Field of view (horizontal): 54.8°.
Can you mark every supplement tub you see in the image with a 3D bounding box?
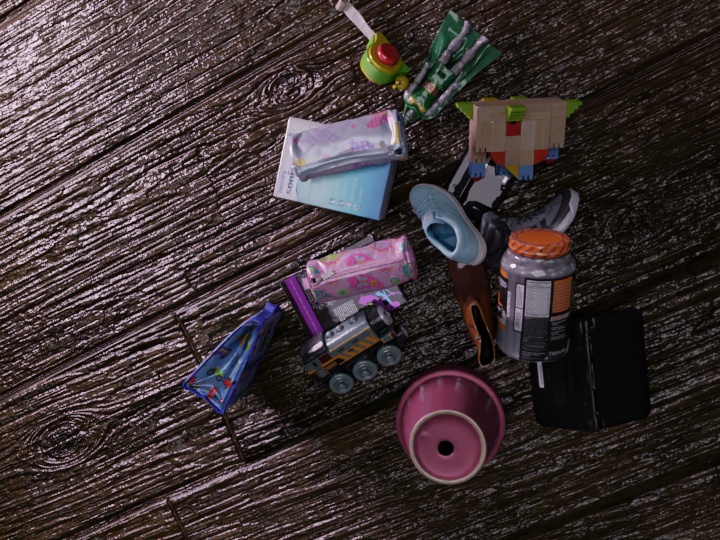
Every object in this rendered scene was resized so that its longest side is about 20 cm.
[{"bbox_3d":[0.289,0.039,1.146,0.122,0.123,0.201,3,111,9],"label":"supplement tub"}]

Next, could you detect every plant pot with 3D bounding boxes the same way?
[{"bbox_3d":[0.156,0.280,1.215,0.199,0.179,0.201,1,95,8],"label":"plant pot"}]

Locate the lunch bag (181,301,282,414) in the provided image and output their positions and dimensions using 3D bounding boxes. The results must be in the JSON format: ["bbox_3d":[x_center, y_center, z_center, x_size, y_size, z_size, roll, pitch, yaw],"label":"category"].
[{"bbox_3d":[-0.216,0.140,1.277,0.094,0.151,0.200,34,100,4],"label":"lunch bag"}]

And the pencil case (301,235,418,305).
[{"bbox_3d":[0.000,0.000,1.228,0.199,0.087,0.088,-14,93,9],"label":"pencil case"}]

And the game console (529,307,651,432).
[{"bbox_3d":[0.407,0.175,1.245,0.176,0.116,0.201,-4,94,40],"label":"game console"}]

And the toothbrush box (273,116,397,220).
[{"bbox_3d":[-0.040,-0.182,1.251,0.199,0.085,0.147,12,97,7],"label":"toothbrush box"}]

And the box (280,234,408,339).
[{"bbox_3d":[-0.030,0.040,1.296,0.200,0.036,0.143,-27,91,12],"label":"box"}]

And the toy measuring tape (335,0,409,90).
[{"bbox_3d":[0.011,-0.395,1.228,0.074,0.074,0.200,-41,89,11],"label":"toy measuring tape"}]

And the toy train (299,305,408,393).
[{"bbox_3d":[-0.014,0.142,1.261,0.200,0.085,0.114,-32,119,13],"label":"toy train"}]

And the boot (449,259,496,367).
[{"bbox_3d":[0.186,0.053,1.177,0.068,0.200,0.189,-8,94,12],"label":"boot"}]

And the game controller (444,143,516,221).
[{"bbox_3d":[0.232,-0.189,1.235,0.104,0.042,0.200,28,100,-9],"label":"game controller"}]

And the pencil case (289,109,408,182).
[{"bbox_3d":[-0.018,-0.205,1.159,0.199,0.083,0.091,-10,58,11],"label":"pencil case"}]

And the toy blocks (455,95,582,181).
[{"bbox_3d":[0.263,-0.216,1.172,0.199,0.100,0.137,-4,114,-3],"label":"toy blocks"}]

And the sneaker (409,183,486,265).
[{"bbox_3d":[0.135,-0.090,1.192,0.200,0.082,0.074,50,117,37],"label":"sneaker"}]

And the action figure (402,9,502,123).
[{"bbox_3d":[0.140,-0.340,1.226,0.118,0.055,0.200,39,104,1],"label":"action figure"}]

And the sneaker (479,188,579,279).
[{"bbox_3d":[0.279,-0.080,1.202,0.114,0.076,0.200,37,104,-11],"label":"sneaker"}]
